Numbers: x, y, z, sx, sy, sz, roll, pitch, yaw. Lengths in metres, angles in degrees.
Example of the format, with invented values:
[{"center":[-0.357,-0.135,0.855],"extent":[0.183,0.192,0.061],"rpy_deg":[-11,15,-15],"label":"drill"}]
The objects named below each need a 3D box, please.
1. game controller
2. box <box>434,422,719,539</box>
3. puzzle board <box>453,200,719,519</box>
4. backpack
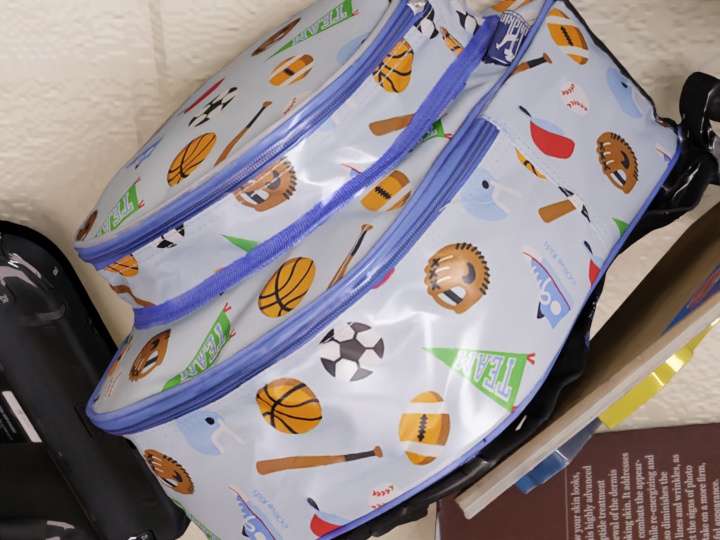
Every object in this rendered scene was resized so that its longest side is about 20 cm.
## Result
[{"center":[-0.138,0.050,1.135],"extent":[0.104,0.042,0.200],"rpy_deg":[3,142,22],"label":"game controller"},{"center":[0.132,0.120,1.152],"extent":[0.199,0.100,0.075],"rpy_deg":[-4,140,8],"label":"box"},{"center":[0.121,-0.005,0.941],"extent":[0.017,0.200,0.151],"rpy_deg":[47,130,-1],"label":"puzzle board"},{"center":[0.000,0.000,0.942],"extent":[0.154,0.191,0.200],"rpy_deg":[40,129,-16],"label":"backpack"}]
